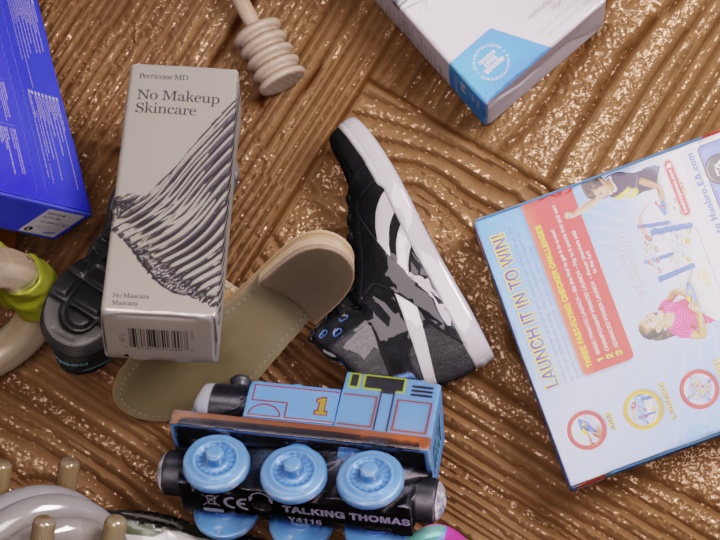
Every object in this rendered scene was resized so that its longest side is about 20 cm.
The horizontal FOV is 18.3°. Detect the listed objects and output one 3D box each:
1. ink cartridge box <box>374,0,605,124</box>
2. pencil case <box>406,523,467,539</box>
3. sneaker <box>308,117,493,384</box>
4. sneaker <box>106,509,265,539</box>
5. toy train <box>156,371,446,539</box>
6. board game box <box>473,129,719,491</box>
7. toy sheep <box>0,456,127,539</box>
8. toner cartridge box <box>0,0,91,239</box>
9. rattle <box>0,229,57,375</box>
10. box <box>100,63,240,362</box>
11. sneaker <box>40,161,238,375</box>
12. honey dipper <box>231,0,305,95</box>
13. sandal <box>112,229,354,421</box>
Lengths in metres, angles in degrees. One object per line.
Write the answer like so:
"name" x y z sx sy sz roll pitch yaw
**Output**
"ink cartridge box" 0.067 -0.219 1.603 0.116 0.067 0.200 -41 80 -2
"pencil case" 0.047 0.249 1.468 0.088 0.200 0.089 -1 116 -2
"sneaker" 0.000 0.000 1.572 0.112 0.073 0.200 -29 80 1
"sneaker" -0.104 0.227 1.555 0.199 0.077 0.089 14 92 14
"toy train" -0.036 0.127 1.528 0.199 0.087 0.115 5 50 10
"board game box" 0.203 0.028 1.560 0.195 0.056 0.201 -20 80 2
"toy sheep" -0.212 0.201 1.487 0.137 0.200 0.138 -8 113 -20
"toner cartridge box" -0.257 -0.124 1.579 0.043 0.095 0.201 -30 64 29
"rattle" -0.316 0.029 1.598 0.200 0.130 0.143 -45 68 23
"box" -0.127 -0.040 1.526 0.082 0.068 0.201 2 60 -1
"sneaker" -0.158 -0.009 1.591 0.075 0.079 0.200 32 65 16
"honey dipper" -0.102 -0.221 1.634 0.038 0.038 0.200 -29 78 0
"sandal" -0.086 0.028 1.580 0.211 0.070 0.078 -36 119 25
